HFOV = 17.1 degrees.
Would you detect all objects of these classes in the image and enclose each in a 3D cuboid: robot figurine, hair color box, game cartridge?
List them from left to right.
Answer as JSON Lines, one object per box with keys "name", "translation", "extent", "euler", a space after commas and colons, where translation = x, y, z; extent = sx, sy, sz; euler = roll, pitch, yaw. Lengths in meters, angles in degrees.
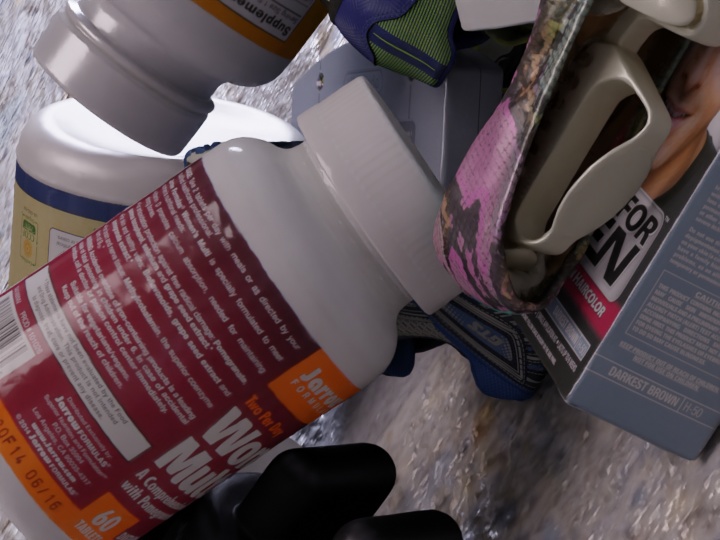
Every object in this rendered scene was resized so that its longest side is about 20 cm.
{"name": "robot figurine", "translation": [-0.044, 0.163, 0.964], "extent": [0.200, 0.125, 0.150], "euler": [-57, 22, 21]}
{"name": "game cartridge", "translation": [0.014, -0.044, 1.129], "extent": [0.200, 0.040, 0.134], "euler": [-173, 82, -68]}
{"name": "hair color box", "translation": [0.134, -0.044, 0.857], "extent": [0.200, 0.061, 0.099], "euler": [-59, 21, 13]}

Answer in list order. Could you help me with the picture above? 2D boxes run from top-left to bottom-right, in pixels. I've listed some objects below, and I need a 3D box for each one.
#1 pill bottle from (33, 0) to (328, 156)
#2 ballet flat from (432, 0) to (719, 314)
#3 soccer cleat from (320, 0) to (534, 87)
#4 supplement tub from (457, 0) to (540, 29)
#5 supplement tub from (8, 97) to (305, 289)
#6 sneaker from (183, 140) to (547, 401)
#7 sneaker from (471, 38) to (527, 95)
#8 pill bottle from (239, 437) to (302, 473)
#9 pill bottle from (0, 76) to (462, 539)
{"name": "pill bottle", "translation": [-0.055, -0.153, 1.066], "extent": [0.200, 0.111, 0.111], "euler": [-52, 22, 10]}
{"name": "ballet flat", "translation": [0.090, -0.073, 0.833], "extent": [0.071, 0.069, 0.200], "euler": [40, 109, 51]}
{"name": "soccer cleat", "translation": [0.064, -0.134, 1.069], "extent": [0.200, 0.084, 0.065], "euler": [-34, -20, -45]}
{"name": "supplement tub", "translation": [0.079, -0.204, 0.941], "extent": [0.144, 0.144, 0.200], "euler": [-169, 65, -69]}
{"name": "supplement tub", "translation": [-0.101, 0.024, 1.171], "extent": [0.144, 0.144, 0.200], "euler": [-123, 37, -67]}
{"name": "sneaker", "translation": [0.000, 0.000, 1.011], "extent": [0.200, 0.077, 0.085], "euler": [22, 104, 31]}
{"name": "sneaker", "translation": [0.029, -0.127, 1.188], "extent": [0.075, 0.076, 0.200], "euler": [-63, 21, 0]}
{"name": "pill bottle", "translation": [-0.092, 0.167, 1.094], "extent": [0.200, 0.114, 0.114], "euler": [-59, 21, 16]}
{"name": "pill bottle", "translation": [-0.056, 0.018, 0.921], "extent": [0.200, 0.110, 0.110], "euler": [-34, 25, 4]}
